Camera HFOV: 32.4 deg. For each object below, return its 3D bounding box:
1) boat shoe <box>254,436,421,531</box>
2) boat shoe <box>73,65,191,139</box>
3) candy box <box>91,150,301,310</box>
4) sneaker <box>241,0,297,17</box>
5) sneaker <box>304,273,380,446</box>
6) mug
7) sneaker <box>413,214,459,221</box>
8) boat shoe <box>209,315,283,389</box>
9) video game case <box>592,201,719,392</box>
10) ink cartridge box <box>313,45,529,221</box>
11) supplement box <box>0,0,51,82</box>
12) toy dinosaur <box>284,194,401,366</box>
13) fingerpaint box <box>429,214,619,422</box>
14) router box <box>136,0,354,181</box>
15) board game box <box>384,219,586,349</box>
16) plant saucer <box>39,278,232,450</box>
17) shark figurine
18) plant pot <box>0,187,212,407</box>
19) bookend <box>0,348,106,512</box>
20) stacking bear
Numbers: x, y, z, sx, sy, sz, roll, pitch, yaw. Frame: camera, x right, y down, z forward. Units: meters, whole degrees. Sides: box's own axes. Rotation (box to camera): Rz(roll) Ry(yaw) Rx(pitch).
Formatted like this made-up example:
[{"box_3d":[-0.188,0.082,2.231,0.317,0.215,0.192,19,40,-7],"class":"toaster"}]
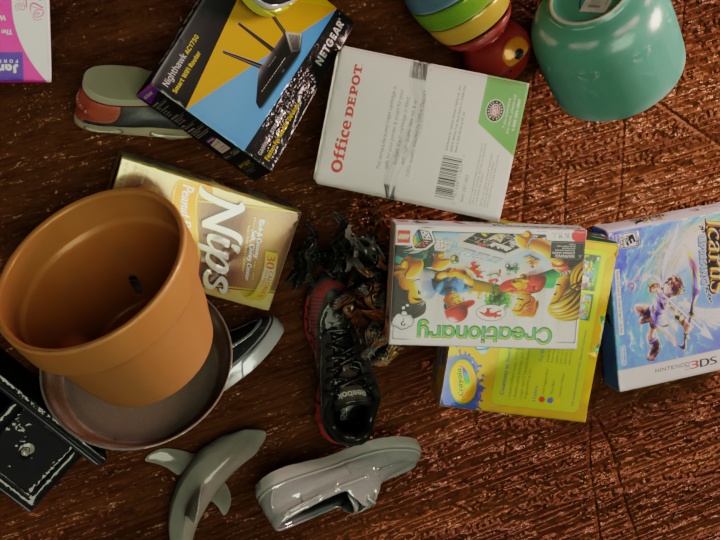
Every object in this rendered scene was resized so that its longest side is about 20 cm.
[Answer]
[{"box_3d":[-0.016,0.242,1.392,0.199,0.069,0.072,-10,147,-25],"class":"boat shoe"},{"box_3d":[-0.194,-0.166,1.277,0.199,0.071,0.063,2,141,-25],"class":"boat shoe"},{"box_3d":[-0.176,-0.042,1.312,0.199,0.055,0.116,16,100,-17],"class":"candy box"},{"box_3d":[-0.036,-0.322,1.242,0.075,0.085,0.200,51,56,-11],"class":"sneaker"},{"box_3d":[-0.018,0.105,1.367,0.071,0.098,0.201,-8,102,-12],"class":"sneaker"},{"box_3d":[0.255,-0.263,1.327,0.152,0.185,0.114,-28,136,9],"class":"mug"},{"box_3d":[0.144,-0.017,1.391,0.199,0.073,0.085,9,110,-16],"class":"sneaker"},{"box_3d":[-0.178,0.100,1.340,0.200,0.072,0.068,-33,109,1],"class":"boat shoe"},{"box_3d":[0.376,0.031,1.486,0.181,0.045,0.201,-11,105,-14],"class":"video game case"},{"box_3d":[0.062,-0.144,1.298,0.199,0.084,0.147,12,98,1],"class":"ink cartridge box"},{"box_3d":[-0.351,-0.283,1.187,0.101,0.103,0.201,-3,105,-16],"class":"supplement box"},{"box_3d":[0.000,0.000,1.336,0.135,0.200,0.102,20,129,-39],"class":"toy dinosaur"},{"box_3d":[0.174,0.051,1.342,0.166,0.073,0.201,6,101,-7],"class":"fingerpaint box"},{"box_3d":[-0.113,-0.214,1.253,0.149,0.051,0.200,35,65,-19],"class":"router box"},{"box_3d":[0.128,0.015,1.274,0.199,0.035,0.127,1,101,-6],"class":"board game box"},{"box_3d":[-0.231,0.100,1.285,0.200,0.201,0.032,-19,149,-11],"class":"plant saucer"},{"box_3d":[-0.180,0.279,1.369,0.128,0.089,0.215,8,98,-15],"class":"shark figurine"},{"box_3d":[-0.232,0.040,1.203,0.200,0.200,0.140,-33,135,-6],"class":"plant pot"},{"box_3d":[-0.406,0.192,1.282,0.200,0.092,0.199,-46,110,-1],"class":"bookend"},{"box_3d":[0.113,-0.282,1.312,0.121,0.114,0.200,-47,121,-16],"class":"stacking bear"}]
